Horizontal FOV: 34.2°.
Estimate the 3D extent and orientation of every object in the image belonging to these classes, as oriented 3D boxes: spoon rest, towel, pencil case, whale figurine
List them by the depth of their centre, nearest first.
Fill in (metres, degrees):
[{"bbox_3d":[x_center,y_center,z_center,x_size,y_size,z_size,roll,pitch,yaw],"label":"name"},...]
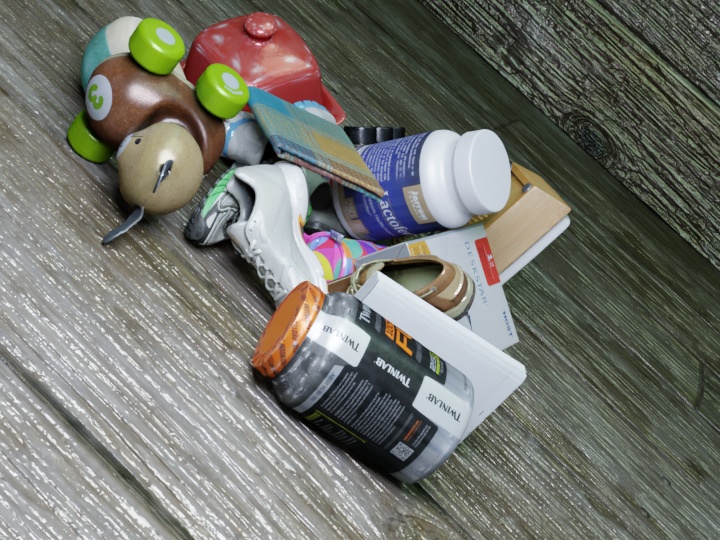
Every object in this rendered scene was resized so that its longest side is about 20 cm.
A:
[{"bbox_3d":[-0.058,-0.147,1.335,0.145,0.022,0.201,22,19,-26],"label":"towel"},{"bbox_3d":[-0.249,-0.190,1.358,0.202,0.102,0.160,60,13,-20],"label":"whale figurine"},{"bbox_3d":[0.000,0.000,1.395,0.089,0.089,0.199,51,21,28],"label":"pencil case"},{"bbox_3d":[-0.094,-0.102,1.470,0.099,0.061,0.199,46,20,17],"label":"spoon rest"}]

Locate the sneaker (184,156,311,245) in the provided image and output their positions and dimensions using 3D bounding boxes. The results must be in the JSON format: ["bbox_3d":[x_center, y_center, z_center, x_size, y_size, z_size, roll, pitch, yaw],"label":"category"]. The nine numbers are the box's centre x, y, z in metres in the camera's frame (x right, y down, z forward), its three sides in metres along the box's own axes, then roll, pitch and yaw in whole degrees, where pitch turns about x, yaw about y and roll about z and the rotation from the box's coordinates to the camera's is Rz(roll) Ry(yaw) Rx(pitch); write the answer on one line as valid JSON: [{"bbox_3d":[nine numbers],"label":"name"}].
[{"bbox_3d":[-0.117,-0.067,1.299,0.085,0.078,0.199,46,35,10],"label":"sneaker"}]

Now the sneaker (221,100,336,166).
[{"bbox_3d":[-0.088,-0.154,1.447,0.086,0.076,0.199,35,34,27],"label":"sneaker"}]

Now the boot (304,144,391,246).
[{"bbox_3d":[-0.017,-0.099,1.483,0.067,0.133,0.199,6,0,31],"label":"boot"}]

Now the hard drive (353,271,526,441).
[{"bbox_3d":[0.056,0.099,1.217,0.198,0.132,0.026,32,28,-21],"label":"hard drive"}]

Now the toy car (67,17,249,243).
[{"bbox_3d":[-0.216,-0.117,1.170,0.157,0.164,0.202,32,34,-21],"label":"toy car"}]

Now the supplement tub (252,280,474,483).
[{"bbox_3d":[0.002,0.105,1.125,0.199,0.123,0.123,35,21,-15],"label":"supplement tub"}]

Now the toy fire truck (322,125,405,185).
[{"bbox_3d":[-0.050,-0.174,1.651,0.196,0.131,0.176,4,8,22],"label":"toy fire truck"}]

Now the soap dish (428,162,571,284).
[{"bbox_3d":[0.189,-0.056,1.644,0.081,0.199,0.158,45,9,-19],"label":"soap dish"}]

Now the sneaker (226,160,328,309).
[{"bbox_3d":[-0.097,-0.016,1.226,0.091,0.075,0.204,-2,73,-38],"label":"sneaker"}]

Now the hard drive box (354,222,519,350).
[{"bbox_3d":[0.093,0.038,1.370,0.199,0.076,0.159,-17,89,-58],"label":"hard drive box"}]

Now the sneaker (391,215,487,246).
[{"bbox_3d":[0.101,-0.094,1.621,0.090,0.196,0.076,-66,140,-71],"label":"sneaker"}]

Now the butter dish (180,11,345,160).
[{"bbox_3d":[-0.136,-0.270,1.531,0.197,0.149,0.201,-22,57,-26],"label":"butter dish"}]

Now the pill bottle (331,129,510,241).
[{"bbox_3d":[0.072,-0.103,1.387,0.115,0.197,0.118,13,73,-50],"label":"pill bottle"}]

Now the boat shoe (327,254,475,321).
[{"bbox_3d":[0.022,0.019,1.237,0.074,0.197,0.077,47,40,-47],"label":"boat shoe"}]
